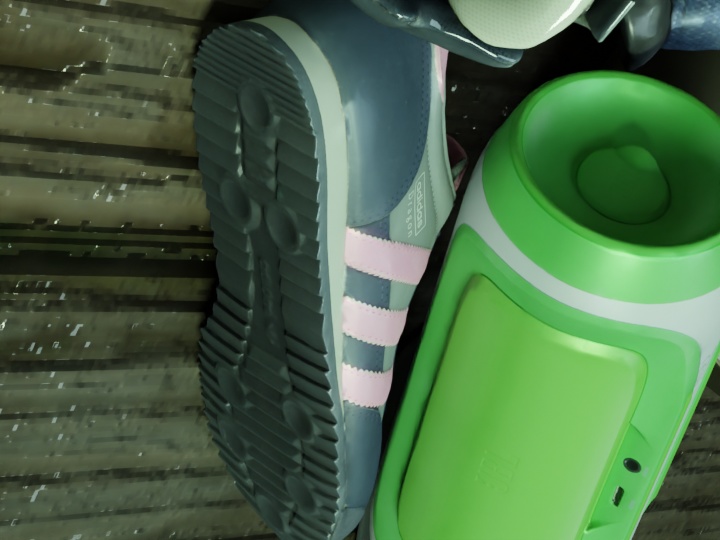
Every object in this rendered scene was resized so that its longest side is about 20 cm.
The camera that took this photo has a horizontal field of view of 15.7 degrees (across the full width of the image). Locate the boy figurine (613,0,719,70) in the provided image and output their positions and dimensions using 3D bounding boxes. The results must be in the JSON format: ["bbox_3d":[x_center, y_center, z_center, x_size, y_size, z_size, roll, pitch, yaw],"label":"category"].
[{"bbox_3d":[0.169,-0.105,0.774,0.064,0.199,0.125,-18,100,-87],"label":"boy figurine"}]

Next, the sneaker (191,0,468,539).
[{"bbox_3d":[0.000,0.000,0.771,0.082,0.070,0.201,-31,144,-32],"label":"sneaker"}]

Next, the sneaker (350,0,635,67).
[{"bbox_3d":[0.039,-0.102,0.659,0.199,0.130,0.080,-2,133,-53],"label":"sneaker"}]

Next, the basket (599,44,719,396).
[{"bbox_3d":[0.158,-0.062,0.872,0.200,0.136,0.180,-47,117,-2],"label":"basket"}]

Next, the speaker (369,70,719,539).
[{"bbox_3d":[0.058,0.035,0.799,0.088,0.088,0.201,-31,152,-35],"label":"speaker"}]

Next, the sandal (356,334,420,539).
[{"bbox_3d":[0.031,0.106,0.940,0.076,0.043,0.201,-35,144,-30],"label":"sandal"}]
